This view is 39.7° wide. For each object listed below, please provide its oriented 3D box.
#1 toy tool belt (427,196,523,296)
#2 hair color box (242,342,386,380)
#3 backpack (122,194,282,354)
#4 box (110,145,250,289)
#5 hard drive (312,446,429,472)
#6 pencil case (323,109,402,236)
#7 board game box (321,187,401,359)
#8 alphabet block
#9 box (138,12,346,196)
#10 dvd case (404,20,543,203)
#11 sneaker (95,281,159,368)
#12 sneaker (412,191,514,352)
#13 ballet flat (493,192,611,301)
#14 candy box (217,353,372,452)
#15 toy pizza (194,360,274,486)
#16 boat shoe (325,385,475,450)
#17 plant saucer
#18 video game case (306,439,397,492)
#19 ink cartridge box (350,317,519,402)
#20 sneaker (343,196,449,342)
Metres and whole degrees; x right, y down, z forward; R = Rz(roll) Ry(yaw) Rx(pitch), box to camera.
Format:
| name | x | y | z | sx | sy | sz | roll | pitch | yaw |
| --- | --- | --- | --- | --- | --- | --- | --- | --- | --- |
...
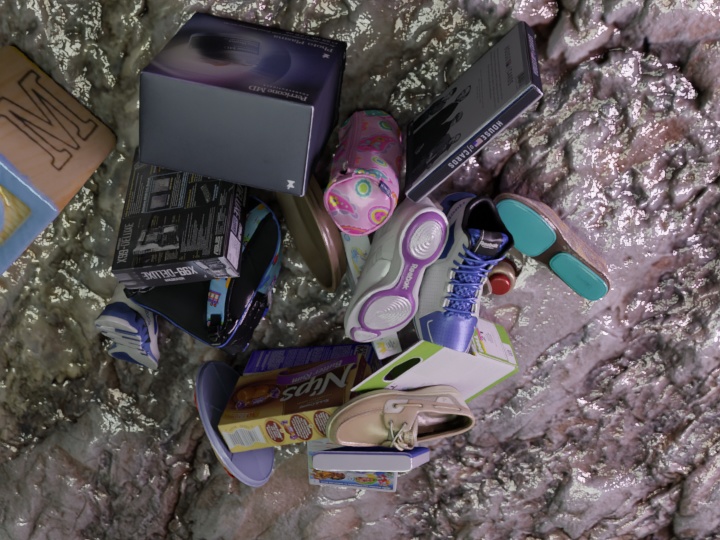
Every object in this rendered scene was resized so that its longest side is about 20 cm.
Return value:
| name | x | y | z | sx | sy | sz | roll | pitch | yaw |
| --- | --- | --- | --- | --- | --- | --- | --- | --- | --- |
| toy tool belt | 0.114 | 0.000 | 1.307 | 0.200 | 0.123 | 0.125 | 28 | 125 | -8 |
| hair color box | -0.064 | 0.173 | 1.500 | 0.199 | 0.065 | 0.110 | -4 | 122 | 17 |
| backpack | -0.192 | -0.009 | 1.352 | 0.182 | 0.135 | 0.200 | 27 | 85 | 17 |
| box | -0.225 | -0.080 | 1.281 | 0.157 | 0.200 | 0.050 | -7 | 148 | 16 |
| hard drive | 0.020 | 0.261 | 1.396 | 0.132 | 0.200 | 0.025 | -1 | 82 | 10 |
| pencil case | 0.005 | -0.123 | 1.200 | 0.087 | 0.200 | 0.088 | 3 | 122 | 5 |
| board game box | 0.000 | 0.000 | 1.325 | 0.034 | 0.135 | 0.200 | -19 | 121 | -4 |
| alphabet block | -0.472 | -0.137 | 1.296 | 0.195 | 0.200 | 0.196 | -36 | 110 | 31 |
| box | -0.134 | -0.201 | 1.179 | 0.199 | 0.199 | 0.124 | 12 | 125 | 4 |
| dvd case | 0.127 | -0.185 | 1.163 | 0.025 | 0.151 | 0.200 | 36 | 124 | -24 |
| sneaker | -0.322 | 0.064 | 1.467 | 0.080 | 0.115 | 0.200 | 16 | 155 | 4 |
| sneaker | 0.123 | -0.005 | 1.189 | 0.080 | 0.115 | 0.200 | 12 | 82 | -14 |
| ballet flat | 0.246 | -0.040 | 1.286 | 0.200 | 0.067 | 0.068 | 43 | 128 | -16 |
| candy box | -0.089 | 0.187 | 1.406 | 0.199 | 0.117 | 0.057 | -13 | 118 | 20 |
| toy pizza | -0.192 | 0.228 | 1.480 | 0.032 | 0.200 | 0.200 | -27 | 115 | 15 |
| boat shoe | 0.054 | 0.200 | 1.314 | 0.199 | 0.065 | 0.072 | -6 | 119 | -20 |
| plant saucer | -0.067 | -0.067 | 1.279 | 0.029 | 0.200 | 0.200 | -24 | 121 | -12 |
| video game case | -0.011 | 0.287 | 1.550 | 0.143 | 0.018 | 0.200 | 5 | 142 | 2 |
| ink cartridge box | 0.096 | 0.120 | 1.365 | 0.148 | 0.076 | 0.200 | -37 | 141 | 30 |
| sneaker | 0.041 | -0.002 | 1.215 | 0.075 | 0.100 | 0.200 | 22 | 110 | -24 |
